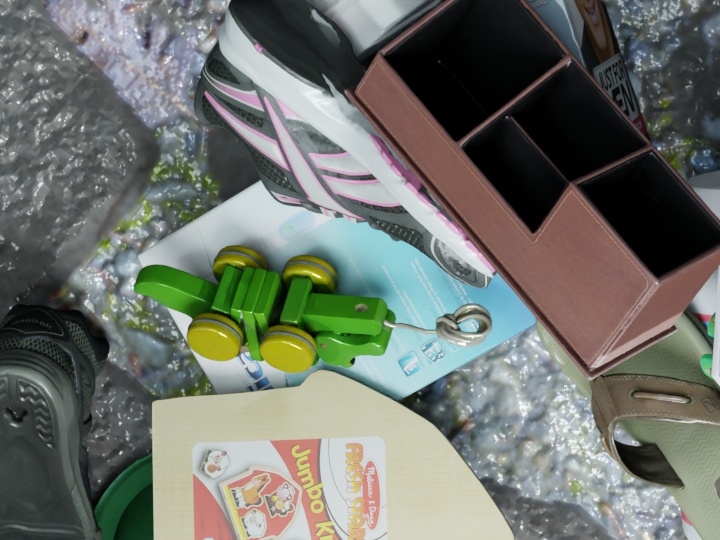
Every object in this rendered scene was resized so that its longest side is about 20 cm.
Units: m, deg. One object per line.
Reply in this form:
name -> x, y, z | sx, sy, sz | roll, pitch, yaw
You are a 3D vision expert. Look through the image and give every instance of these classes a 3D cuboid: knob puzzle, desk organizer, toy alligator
knob puzzle -> -0.013, 0.154, 1.497 | 0.219, 0.030, 0.221 | -1, 84, 8
desk organizer -> 0.091, -0.053, 1.374 | 0.200, 0.072, 0.077 | 50, 138, 17
toy alligator -> -0.025, 0.031, 1.475 | 0.199, 0.059, 0.054 | 8, 145, 12

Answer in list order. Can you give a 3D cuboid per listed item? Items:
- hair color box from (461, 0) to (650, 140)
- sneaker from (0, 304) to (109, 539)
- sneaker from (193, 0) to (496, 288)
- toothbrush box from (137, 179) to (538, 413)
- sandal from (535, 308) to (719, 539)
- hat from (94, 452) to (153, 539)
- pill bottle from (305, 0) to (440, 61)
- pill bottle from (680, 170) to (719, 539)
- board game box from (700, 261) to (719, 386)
hair color box -> 0.098, -0.129, 1.474 | 0.060, 0.099, 0.201 | -18, 95, 18
sneaker -> -0.184, 0.099, 1.612 | 0.076, 0.114, 0.200 | 5, 129, 9
sneaker -> -0.004, -0.059, 1.450 | 0.200, 0.080, 0.086 | 44, 129, 6
toothbrush box -> 0.000, 0.000, 1.531 | 0.200, 0.085, 0.147 | -31, 91, 17
sandal -> 0.163, 0.082, 1.417 | 0.201, 0.057, 0.080 | 52, 127, 18
hat -> -0.091, 0.202, 1.544 | 0.199, 0.176, 0.166 | 6, 104, 13
pill bottle -> -0.036, -0.213, 1.486 | 0.112, 0.112, 0.200 | -37, 89, 18
pill bottle -> 0.222, 0.048, 1.470 | 0.108, 0.109, 0.201 | -2, 100, 15
board game box -> 0.267, -0.037, 1.410 | 0.199, 0.026, 0.201 | 3, 92, -26
